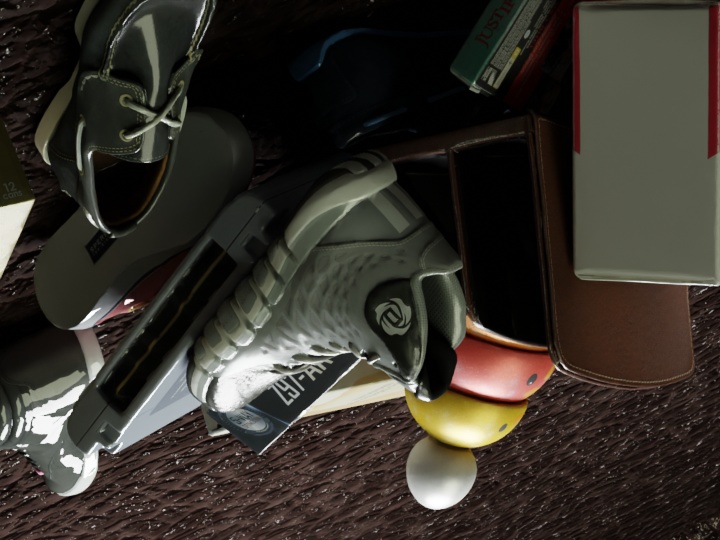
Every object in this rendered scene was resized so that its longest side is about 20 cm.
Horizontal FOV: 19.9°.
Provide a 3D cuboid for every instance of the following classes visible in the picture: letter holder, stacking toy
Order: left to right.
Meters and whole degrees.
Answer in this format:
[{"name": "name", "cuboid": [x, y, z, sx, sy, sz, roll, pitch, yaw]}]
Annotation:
[{"name": "stacking toy", "cuboid": [0.078, 0.070, 1.415, 0.146, 0.146, 0.200, -1, 111, -50]}, {"name": "letter holder", "cuboid": [0.103, 0.002, 1.150, 0.100, 0.142, 0.200, -11, 171, 29]}]

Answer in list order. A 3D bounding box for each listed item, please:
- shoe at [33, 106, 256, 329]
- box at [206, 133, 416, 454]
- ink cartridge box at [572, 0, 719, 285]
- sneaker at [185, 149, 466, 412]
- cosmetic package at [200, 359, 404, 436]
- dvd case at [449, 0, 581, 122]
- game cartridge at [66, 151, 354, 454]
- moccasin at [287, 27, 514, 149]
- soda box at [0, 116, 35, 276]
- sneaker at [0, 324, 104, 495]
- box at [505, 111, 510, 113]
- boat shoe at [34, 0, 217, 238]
[{"name": "shoe", "cuboid": [-0.100, -0.033, 1.164, 0.091, 0.072, 0.200, -12, 160, -45]}, {"name": "box", "cuboid": [0.000, 0.000, 1.240, 0.160, 0.044, 0.200, -46, -171, 46]}, {"name": "ink cartridge box", "cuboid": [0.190, -0.076, 1.120, 0.084, 0.145, 0.200, 3, -172, 28]}, {"name": "sneaker", "cuboid": [-0.011, 0.040, 1.077, 0.075, 0.115, 0.200, -34, 165, -46]}, {"name": "cosmetic package", "cuboid": [-0.013, 0.059, 1.472, 0.200, 0.071, 0.105, -9, 168, -39]}, {"name": "dvd case", "cuboid": [0.128, -0.144, 1.127, 0.146, 0.022, 0.200, -59, 154, 7]}, {"name": "game cartridge", "cuboid": [-0.075, 0.016, 1.157, 0.200, 0.040, 0.133, -50, 165, 28]}, {"name": "moccasin", "cuboid": [0.040, -0.093, 1.167, 0.200, 0.068, 0.080, -7, 161, -40]}, {"name": "soda box", "cuboid": [-0.231, -0.006, 1.067, 0.068, 0.064, 0.200, -15, 159, -30]}, {"name": "sneaker", "cuboid": [-0.226, 0.100, 1.351, 0.099, 0.071, 0.200, -17, 153, -20]}, {"name": "box", "cuboid": [0.149, -0.065, 1.392, 0.200, 0.064, 0.070, -7, 154, -45]}, {"name": "boat shoe", "cuboid": [-0.105, -0.089, 1.009, 0.072, 0.068, 0.200, -13, 156, -28]}]
